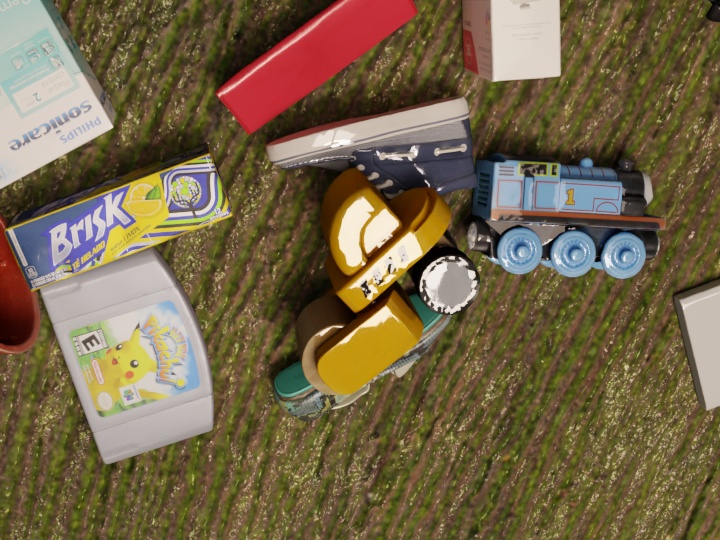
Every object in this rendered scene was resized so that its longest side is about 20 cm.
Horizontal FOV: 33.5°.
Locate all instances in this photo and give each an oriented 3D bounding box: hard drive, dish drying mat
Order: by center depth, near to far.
[{"bbox_3d":[-0.040,-0.205,1.108,0.200,0.018,0.077,-35,151,2],"label":"dish drying mat"},{"bbox_3d":[0.442,0.055,1.275,0.199,0.026,0.133,-20,108,-3],"label":"hard drive"}]

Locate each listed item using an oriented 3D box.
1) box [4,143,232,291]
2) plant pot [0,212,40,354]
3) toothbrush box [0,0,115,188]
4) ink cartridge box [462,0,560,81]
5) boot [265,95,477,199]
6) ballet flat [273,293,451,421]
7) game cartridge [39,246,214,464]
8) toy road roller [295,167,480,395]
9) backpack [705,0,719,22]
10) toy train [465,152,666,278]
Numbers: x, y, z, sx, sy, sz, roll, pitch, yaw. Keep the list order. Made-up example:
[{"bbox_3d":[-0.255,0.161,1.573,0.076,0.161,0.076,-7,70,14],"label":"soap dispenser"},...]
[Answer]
[{"bbox_3d":[-0.222,-0.051,1.113,0.199,0.070,0.065,-21,106,-3],"label":"box"},{"bbox_3d":[-0.421,0.023,1.049,0.194,0.201,0.201,-26,108,8],"label":"plant pot"},{"bbox_3d":[-0.327,-0.184,1.051,0.146,0.085,0.201,-27,109,-1],"label":"toothbrush box"},{"bbox_3d":[0.133,-0.279,1.083,0.067,0.117,0.201,-5,105,-7],"label":"ink cartridge box"},{"bbox_3d":[0.015,-0.101,1.135,0.199,0.073,0.091,-13,102,-6],"label":"boot"},{"bbox_3d":[0.008,0.089,1.201,0.199,0.074,0.075,-26,108,1],"label":"ballet flat"},{"bbox_3d":[-0.219,0.081,1.171,0.133,0.040,0.201,-19,108,-8],"label":"game cartridge"},{"bbox_3d":[0.000,0.000,1.099,0.200,0.123,0.146,-41,109,6],"label":"toy road roller"},{"bbox_3d":[0.298,-0.333,1.057,0.154,0.191,0.200,35,94,-11],"label":"backpack"},{"bbox_3d":[0.202,-0.055,1.176,0.199,0.087,0.115,2,99,-10],"label":"toy train"}]
